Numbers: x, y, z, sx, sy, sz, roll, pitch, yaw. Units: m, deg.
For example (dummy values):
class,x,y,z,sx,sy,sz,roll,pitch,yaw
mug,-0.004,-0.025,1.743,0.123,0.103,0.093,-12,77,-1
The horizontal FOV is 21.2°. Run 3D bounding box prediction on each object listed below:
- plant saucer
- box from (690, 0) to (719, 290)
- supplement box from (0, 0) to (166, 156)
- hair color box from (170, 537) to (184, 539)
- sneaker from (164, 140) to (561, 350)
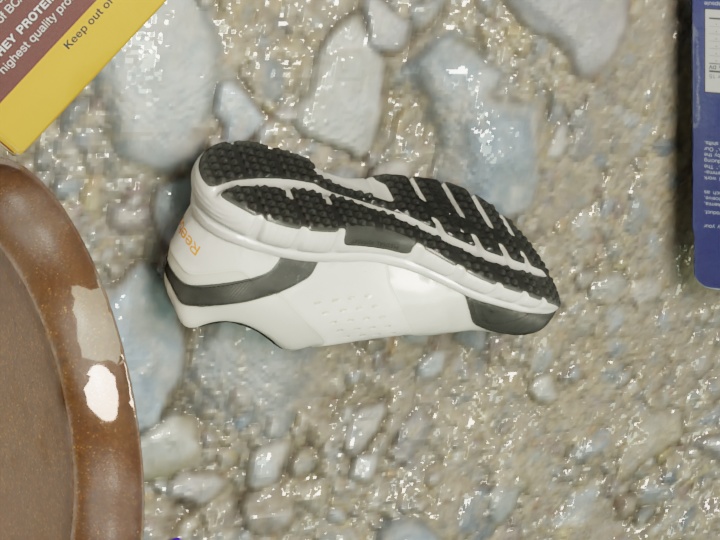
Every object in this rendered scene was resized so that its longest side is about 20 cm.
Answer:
class,x,y,z,sx,sy,sz,roll,pitch,yaw
plant saucer,-0.137,0.056,0.761,0.034,0.200,0.200,-12,126,13
box,0.218,-0.079,0.911,0.032,0.121,0.200,-51,142,-55
supplement box,-0.136,-0.190,0.647,0.197,0.133,0.200,-47,128,2
hair color box,-0.159,0.212,0.896,0.200,0.065,0.109,-17,122,-21
sneaker,0.000,0.000,0.873,0.200,0.074,0.080,14,123,-28
